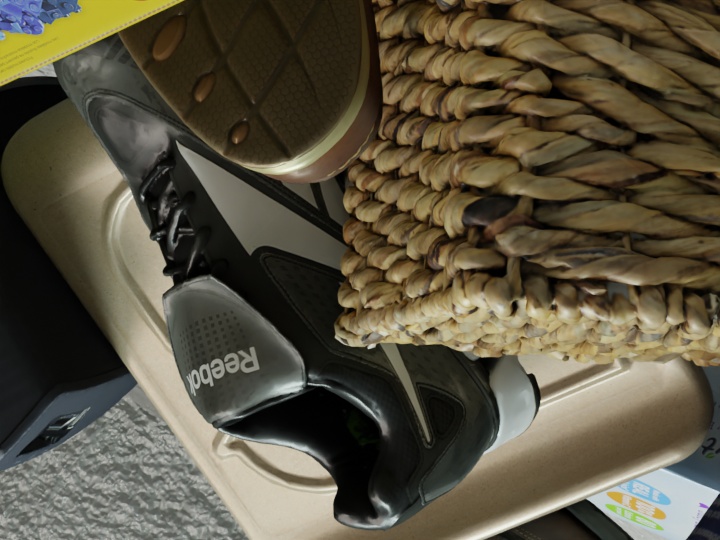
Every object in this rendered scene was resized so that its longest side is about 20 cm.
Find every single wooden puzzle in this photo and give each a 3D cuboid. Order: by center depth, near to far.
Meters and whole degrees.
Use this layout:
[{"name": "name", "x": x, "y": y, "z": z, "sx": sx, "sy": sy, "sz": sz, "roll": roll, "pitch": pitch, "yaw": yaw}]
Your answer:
[{"name": "wooden puzzle", "x": 0.000, "y": 0.000, "z": 0.877, "sx": 0.200, "sy": 0.185, "sz": 0.046, "roll": 58, "pitch": -152, "yaw": -13}]

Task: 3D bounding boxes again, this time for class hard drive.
[{"name": "hard drive", "x": -0.120, "y": -0.009, "z": 0.942, "sx": 0.135, "sy": 0.042, "sz": 0.200, "roll": 61, "pitch": -165, "yaw": -3}]

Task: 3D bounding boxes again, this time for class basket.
[{"name": "basket", "x": 0.078, "y": -0.051, "z": 0.704, "sx": 0.142, "sy": 0.150, "sz": 0.200, "roll": 4, "pitch": 174, "yaw": -10}]

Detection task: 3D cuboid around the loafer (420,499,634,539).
[{"name": "loafer", "x": 0.054, "y": 0.103, "z": 0.919, "sx": 0.200, "sy": 0.063, "sz": 0.072, "roll": 39, "pitch": 171, "yaw": 43}]

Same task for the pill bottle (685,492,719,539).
[{"name": "pill bottle", "x": 0.148, "y": 0.108, "z": 0.775, "sx": 0.111, "sy": 0.200, "sz": 0.111, "roll": 36, "pitch": 174, "yaw": 4}]

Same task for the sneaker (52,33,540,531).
[{"name": "sneaker", "x": -0.032, "y": 0.002, "z": 0.803, "sx": 0.200, "sy": 0.091, "sz": 0.066, "roll": 47, "pitch": 141, "yaw": -8}]

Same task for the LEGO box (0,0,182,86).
[{"name": "LEGO box", "x": -0.090, "y": -0.133, "z": 0.622, "sx": 0.200, "sy": 0.077, "sz": 0.149, "roll": -19, "pitch": 130, "yaw": 44}]

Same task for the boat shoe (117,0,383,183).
[{"name": "boat shoe", "x": -0.039, "y": -0.100, "z": 0.747, "sx": 0.068, "sy": 0.072, "sz": 0.200, "roll": 38, "pitch": -162, "yaw": -53}]

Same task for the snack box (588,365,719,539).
[{"name": "snack box", "x": 0.130, "y": 0.073, "z": 1.020, "sx": 0.199, "sy": 0.053, "sz": 0.142, "roll": 22, "pitch": 169, "yaw": 10}]
